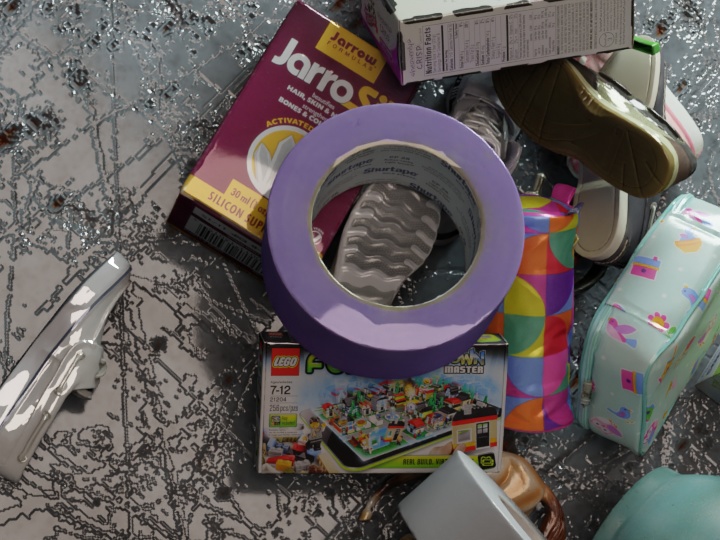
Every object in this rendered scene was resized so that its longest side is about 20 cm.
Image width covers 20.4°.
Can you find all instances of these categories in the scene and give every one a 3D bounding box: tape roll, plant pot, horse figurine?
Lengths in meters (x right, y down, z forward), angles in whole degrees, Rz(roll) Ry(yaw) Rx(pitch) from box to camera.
[{"bbox_3d":[0.118,0.234,1.539,0.066,0.200,0.200,-42,89,3],"label":"tape roll"},{"bbox_3d":[0.023,-0.022,1.555,0.198,0.085,0.201,2,71,-6],"label":"tape roll"},{"bbox_3d":[0.266,0.246,1.634,0.134,0.201,0.200,37,69,26],"label":"plant pot"},{"bbox_3d":[0.095,0.184,1.667,0.199,0.050,0.133,29,78,-3],"label":"horse figurine"}]

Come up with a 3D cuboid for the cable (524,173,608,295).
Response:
[{"bbox_3d":[0.142,0.021,1.732,0.097,0.050,0.201,36,83,-21],"label":"cable"}]

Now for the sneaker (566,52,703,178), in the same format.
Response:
[{"bbox_3d":[0.205,-0.149,1.756,0.105,0.075,0.200,-41,93,-24],"label":"sneaker"}]

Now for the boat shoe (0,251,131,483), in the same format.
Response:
[{"bbox_3d":[-0.238,0.079,1.606,0.065,0.074,0.200,38,82,-8],"label":"boat shoe"}]

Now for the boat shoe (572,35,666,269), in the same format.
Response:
[{"bbox_3d":[0.228,-0.098,1.698,0.063,0.072,0.201,24,73,-42],"label":"boat shoe"}]

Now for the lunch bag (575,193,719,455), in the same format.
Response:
[{"bbox_3d":[0.248,0.048,1.670,0.077,0.161,0.200,27,60,19],"label":"lunch bag"}]

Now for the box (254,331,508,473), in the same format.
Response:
[{"bbox_3d":[0.016,0.106,1.605,0.198,0.035,0.111,0,103,-9],"label":"box"}]

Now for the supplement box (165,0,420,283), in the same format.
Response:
[{"bbox_3d":[-0.055,-0.099,1.668,0.130,0.103,0.201,30,72,-4],"label":"supplement box"}]

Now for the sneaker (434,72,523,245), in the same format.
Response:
[{"bbox_3d":[0.108,-0.121,1.705,0.075,0.115,0.201,28,72,-6],"label":"sneaker"}]

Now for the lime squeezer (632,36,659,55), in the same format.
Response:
[{"bbox_3d":[0.180,-0.196,1.706,0.071,0.199,0.038,-47,131,-38],"label":"lime squeezer"}]

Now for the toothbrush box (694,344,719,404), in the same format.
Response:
[{"bbox_3d":[0.393,0.090,1.681,0.145,0.200,0.086,37,73,-3],"label":"toothbrush box"}]

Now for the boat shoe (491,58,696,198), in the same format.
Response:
[{"bbox_3d":[0.192,-0.125,1.648,0.066,0.072,0.201,-4,36,-48],"label":"boat shoe"}]

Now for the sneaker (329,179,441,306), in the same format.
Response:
[{"bbox_3d":[0.000,0.000,1.652,0.074,0.082,0.201,27,87,-15],"label":"sneaker"}]

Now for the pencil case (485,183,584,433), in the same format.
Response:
[{"bbox_3d":[0.142,0.032,1.659,0.088,0.088,0.202,-1,104,-14],"label":"pencil case"}]

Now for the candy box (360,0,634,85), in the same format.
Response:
[{"bbox_3d":[0.110,-0.218,1.645,0.199,0.137,0.061,-9,121,-10],"label":"candy box"}]
